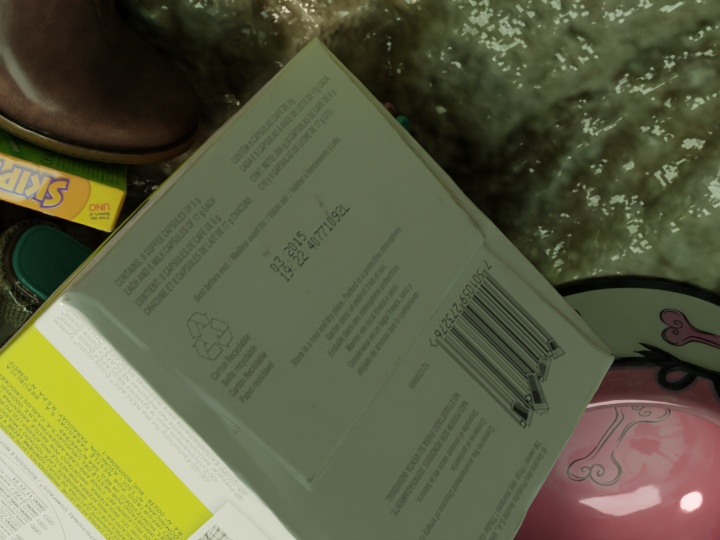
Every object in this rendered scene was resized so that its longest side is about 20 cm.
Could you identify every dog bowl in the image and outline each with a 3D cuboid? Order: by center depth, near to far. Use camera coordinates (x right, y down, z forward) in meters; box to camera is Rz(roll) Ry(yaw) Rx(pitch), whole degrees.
[{"bbox_3d":[0.143,0.102,0.905,0.199,0.074,0.200,2,132,2],"label":"dog bowl"}]

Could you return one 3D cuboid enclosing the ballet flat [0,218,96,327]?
[{"bbox_3d":[-0.116,0.041,0.877,0.200,0.068,0.075,32,148,-17],"label":"ballet flat"}]

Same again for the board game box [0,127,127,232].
[{"bbox_3d":[-0.206,-0.069,0.751,0.200,0.096,0.030,20,104,-13],"label":"board game box"}]

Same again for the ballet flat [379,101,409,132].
[{"bbox_3d":[0.000,0.000,0.832,0.071,0.069,0.200,6,130,22],"label":"ballet flat"}]

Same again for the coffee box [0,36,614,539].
[{"bbox_3d":[-0.048,0.063,0.727,0.200,0.200,0.198,46,137,-7],"label":"coffee box"}]

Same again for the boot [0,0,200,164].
[{"bbox_3d":[-0.133,-0.137,0.687,0.200,0.072,0.166,29,140,-12],"label":"boot"}]
